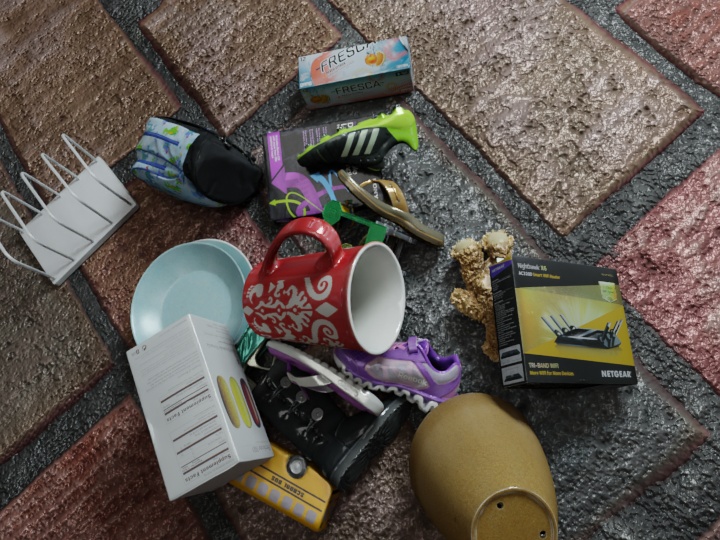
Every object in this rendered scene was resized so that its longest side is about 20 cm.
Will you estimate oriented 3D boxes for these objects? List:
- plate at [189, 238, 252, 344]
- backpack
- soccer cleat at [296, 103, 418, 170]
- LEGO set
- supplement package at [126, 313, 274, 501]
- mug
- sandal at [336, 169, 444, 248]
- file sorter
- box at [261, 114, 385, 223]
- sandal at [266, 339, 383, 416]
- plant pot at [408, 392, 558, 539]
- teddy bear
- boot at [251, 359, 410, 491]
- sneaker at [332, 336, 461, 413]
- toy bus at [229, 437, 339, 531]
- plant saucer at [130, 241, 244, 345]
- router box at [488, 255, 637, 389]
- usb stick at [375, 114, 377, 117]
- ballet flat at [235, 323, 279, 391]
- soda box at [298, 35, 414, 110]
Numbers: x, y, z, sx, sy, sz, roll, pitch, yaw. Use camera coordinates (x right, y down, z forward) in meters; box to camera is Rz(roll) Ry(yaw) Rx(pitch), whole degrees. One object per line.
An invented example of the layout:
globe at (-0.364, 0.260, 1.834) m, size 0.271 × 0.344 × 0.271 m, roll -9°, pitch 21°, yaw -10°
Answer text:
plate at (-0.258, 0.049, 0.941) m, size 0.193 × 0.026 × 0.208 m, roll -3°, pitch 74°, yaw 10°
backpack at (-0.287, -0.180, 0.951) m, size 0.198 × 0.162 × 0.156 m, roll 38°, pitch 97°, yaw 25°
soccer cleat at (-0.004, -0.187, 0.889) m, size 0.194 × 0.068 × 0.083 m, roll -19°, pitch 101°, yaw 8°
LEGO set at (0.000, 0.000, 0.877) m, size 0.150 × 0.115 × 0.207 m, roll 11°, pitch 88°, yaw 33°
supplement package at (-0.215, 0.182, 0.775) m, size 0.107 × 0.114 × 0.205 m, roll -28°, pitch 72°, yaw 8°
mug at (-0.057, 0.016, 0.761) m, size 0.195 × 0.132 × 0.184 m, roll -3°, pitch 102°, yaw 37°
sandal at (0.051, -0.102, 0.876) m, size 0.196 × 0.080 × 0.055 m, roll 31°, pitch 93°, yaw -6°
file sorter at (-0.518, -0.108, 0.987) m, size 0.200 × 0.125 × 0.139 m, roll -44°, pitch 71°, yaw -5°
box at (-0.061, -0.166, 0.944) m, size 0.193 × 0.036 × 0.149 m, roll -8°, pitch 87°, yaw 7°
sandal at (-0.061, 0.152, 0.784) m, size 0.198 × 0.083 × 0.051 m, roll 23°, pitch 72°, yaw 28°
plant pot at (0.156, 0.265, 0.676) m, size 0.179 × 0.200 × 0.194 m, roll 0°, pitch 92°, yaw -1°
teddy bear at (0.201, 0.034, 0.840) m, size 0.142 × 0.067 × 0.203 m, roll -27°, pitch 69°, yaw -17°
boot at (-0.046, 0.192, 0.839) m, size 0.198 × 0.067 × 0.164 m, roll 33°, pitch 57°, yaw 32°
sneaker at (0.058, 0.128, 0.804) m, size 0.194 × 0.081 × 0.091 m, roll 21°, pitch 112°, yaw 4°
toy bus at (-0.125, 0.287, 0.823) m, size 0.195 × 0.065 × 0.080 m, roll 22°, pitch 80°, yaw 16°
plant saucer at (-0.266, 0.059, 0.906) m, size 0.193 × 0.039 × 0.208 m, roll -3°, pitch 74°, yaw 9°
router box at (0.269, 0.073, 0.763) m, size 0.194 × 0.052 × 0.163 m, roll 5°, pitch 71°, yaw -25°
usb stick at (-0.047, -0.224, 0.979) m, size 0.193 × 0.033 × 0.058 m, roll -8°, pitch 80°, yaw 8°
ballet flat at (-0.173, 0.144, 0.875) m, size 0.069 × 0.067 × 0.203 m, roll 31°, pitch 82°, yaw 11°
soda box at (-0.008, -0.337, 0.983) m, size 0.193 × 0.069 × 0.066 m, roll -8°, pitch 72°, yaw 10°
